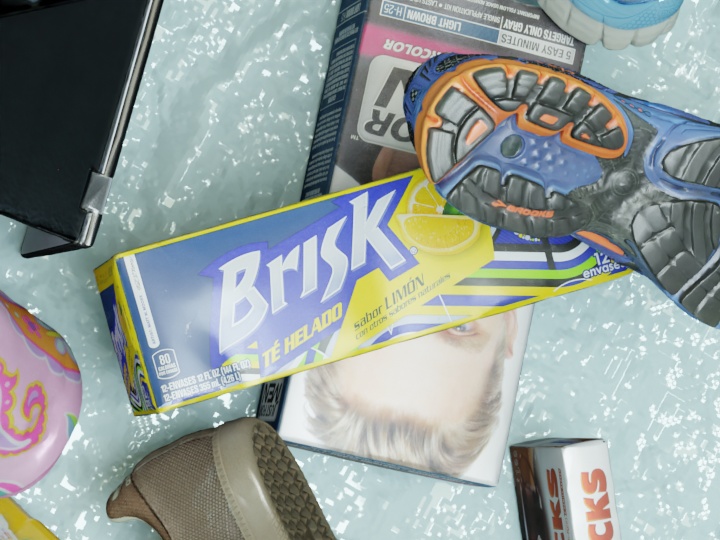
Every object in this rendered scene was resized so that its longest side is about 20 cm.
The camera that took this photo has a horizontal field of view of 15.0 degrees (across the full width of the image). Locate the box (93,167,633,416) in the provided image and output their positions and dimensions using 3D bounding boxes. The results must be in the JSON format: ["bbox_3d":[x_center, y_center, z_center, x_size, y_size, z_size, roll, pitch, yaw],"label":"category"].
[{"bbox_3d":[0.000,0.000,1.075,0.199,0.070,0.065,-17,89,-14],"label":"box"}]

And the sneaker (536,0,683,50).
[{"bbox_3d":[0.075,-0.191,1.133,0.078,0.090,0.200,-34,76,-36],"label":"sneaker"}]

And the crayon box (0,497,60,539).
[{"bbox_3d":[-0.126,0.183,1.064,0.126,0.200,0.052,-44,137,-11],"label":"crayon box"}]

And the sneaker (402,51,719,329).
[{"bbox_3d":[0.100,-0.039,1.029,0.199,0.078,0.076,25,102,-28],"label":"sneaker"}]

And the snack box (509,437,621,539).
[{"bbox_3d":[0.097,0.171,1.151,0.024,0.072,0.202,-8,89,-16],"label":"snack box"}]

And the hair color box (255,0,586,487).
[{"bbox_3d":[0.026,-0.017,1.149,0.099,0.060,0.202,13,85,-12],"label":"hair color box"}]

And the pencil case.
[{"bbox_3d":[-0.189,0.009,1.039,0.088,0.087,0.200,-52,134,-11],"label":"pencil case"}]

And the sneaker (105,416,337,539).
[{"bbox_3d":[-0.034,0.156,1.114,0.075,0.070,0.201,-19,101,18],"label":"sneaker"}]

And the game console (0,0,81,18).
[{"bbox_3d":[-0.086,-0.173,0.916,0.199,0.172,0.119,-20,85,-46],"label":"game console"}]

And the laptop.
[{"bbox_3d":[-0.134,-0.113,1.039,0.115,0.200,0.189,18,83,-15],"label":"laptop"}]
